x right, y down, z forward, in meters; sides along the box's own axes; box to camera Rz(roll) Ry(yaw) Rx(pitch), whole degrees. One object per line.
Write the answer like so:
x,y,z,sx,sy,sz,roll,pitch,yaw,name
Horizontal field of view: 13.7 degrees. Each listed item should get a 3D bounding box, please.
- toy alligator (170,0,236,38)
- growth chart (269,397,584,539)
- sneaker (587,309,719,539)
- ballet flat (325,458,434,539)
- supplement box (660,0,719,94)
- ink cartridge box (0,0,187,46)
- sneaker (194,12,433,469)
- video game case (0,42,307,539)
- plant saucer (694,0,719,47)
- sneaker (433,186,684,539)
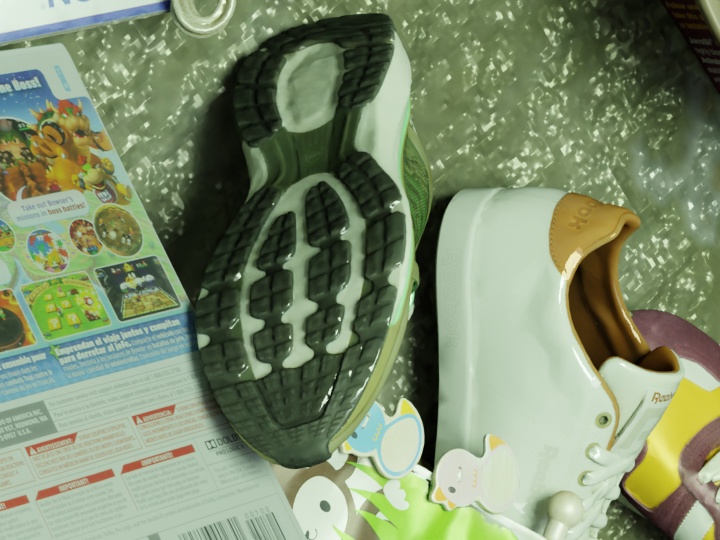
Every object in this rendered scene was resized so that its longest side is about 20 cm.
-0.100,-0.139,0.954,0.200,0.054,0.059,39,76,-28,toy alligator
-0.019,0.108,1.021,0.200,0.018,0.145,20,82,-28,growth chart
0.158,0.098,1.154,0.075,0.090,0.200,-43,114,-18,sneaker
-0.039,0.084,1.057,0.200,0.063,0.069,13,90,-30,ballet flat
0.204,-0.090,1.160,0.110,0.086,0.200,-44,114,-18,supplement box
-0.164,-0.167,0.970,0.197,0.047,0.200,-14,104,-29,ink cartridge box
0.000,0.000,1.022,0.200,0.077,0.089,-82,150,-46,sneaker
-0.106,0.025,0.938,0.143,0.018,0.200,-14,73,-48,video game case
0.190,-0.142,1.081,0.200,0.029,0.200,-2,95,-28,plant saucer
0.075,0.070,1.097,0.073,0.085,0.200,-20,109,-61,sneaker
